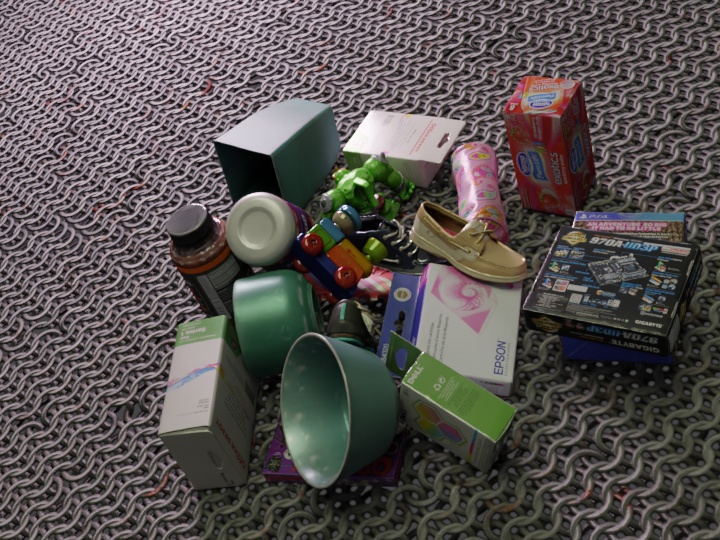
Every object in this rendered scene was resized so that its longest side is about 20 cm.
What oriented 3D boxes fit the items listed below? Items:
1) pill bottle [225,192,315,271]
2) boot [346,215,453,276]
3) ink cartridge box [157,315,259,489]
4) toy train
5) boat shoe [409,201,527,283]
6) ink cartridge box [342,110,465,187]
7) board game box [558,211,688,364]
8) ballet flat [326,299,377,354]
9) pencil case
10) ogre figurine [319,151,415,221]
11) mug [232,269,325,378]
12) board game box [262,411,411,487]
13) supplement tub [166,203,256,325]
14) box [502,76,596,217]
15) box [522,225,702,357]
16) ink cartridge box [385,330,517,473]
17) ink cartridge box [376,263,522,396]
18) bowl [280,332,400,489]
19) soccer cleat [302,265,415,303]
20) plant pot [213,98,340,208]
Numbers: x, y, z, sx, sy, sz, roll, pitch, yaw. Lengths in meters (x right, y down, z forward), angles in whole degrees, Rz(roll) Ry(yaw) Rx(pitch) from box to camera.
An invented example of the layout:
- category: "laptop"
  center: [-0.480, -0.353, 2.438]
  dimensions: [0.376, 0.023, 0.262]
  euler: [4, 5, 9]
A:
- category: "pill bottle"
  center: [-0.134, -0.056, 1.737]
  dimensions: [0.111, 0.200, 0.114]
  euler: [-1, 86, 14]
- category: "boot"
  center: [0.066, -0.038, 1.719]
  dimensions: [0.197, 0.091, 0.073]
  euler: [1, 47, 23]
- category: "ink cartridge box"
  center: [-0.215, 0.192, 1.568]
  dimensions: [0.083, 0.146, 0.202]
  euler: [-10, 45, 13]
- category: "toy train"
  center: [0.000, 0.000, 1.641]
  dimensions: [0.200, 0.085, 0.116]
  euler: [44, 65, 7]
- category: "boat shoe"
  center: [0.162, -0.045, 1.625]
  dimensions: [0.198, 0.070, 0.074]
  euler: [24, 36, 25]
- category: "ink cartridge box"
  center: [0.084, -0.212, 1.900]
  dimensions: [0.198, 0.068, 0.118]
  euler: [11, 52, 32]
- category: "board game box"
  center: [0.372, 0.021, 1.531]
  dimensions: [0.157, 0.097, 0.201]
  euler: [2, 48, 24]
- category: "ballet flat"
  center: [-0.009, 0.088, 1.550]
  dimensions: [0.067, 0.200, 0.069]
  euler: [1, 73, 3]
- category: "pencil case"
  center: [0.189, -0.116, 1.753]
  dimensions: [0.086, 0.088, 0.202]
  euler: [-11, 46, 11]
- category: "ogre figurine"
  center: [0.004, -0.115, 1.799]
  dimensions: [0.198, 0.121, 0.098]
  euler: [-26, 43, -5]
- category: "mug"
  center: [-0.118, 0.066, 1.649]
  dimensions: [0.113, 0.153, 0.186]
  euler: [-12, 43, 6]
- category: "board game box"
  center: [-0.031, 0.245, 1.530]
  dimensions: [0.197, 0.032, 0.121]
  euler: [-2, 51, 20]
- category: "supplement tub"
  center: [-0.237, -0.012, 1.735]
  dimensions: [0.106, 0.201, 0.108]
  euler: [-14, 42, 13]
- category: "box"
  center: [0.297, -0.192, 1.696]
  dimensions: [0.099, 0.201, 0.096]
  euler: [12, 50, 31]
- category: "box"
  center: [0.334, 0.023, 1.439]
  dimensions: [0.198, 0.046, 0.160]
  euler: [10, 52, 30]
- category: "ink cartridge box"
  center: [0.103, 0.175, 1.439]
  dimensions: [0.199, 0.104, 0.059]
  euler: [31, 61, 17]
- category: "ink cartridge box"
  center: [0.130, 0.079, 1.575]
  dimensions: [0.197, 0.044, 0.198]
  euler: [9, 49, 4]
- category: "bowl"
  center: [-0.019, 0.183, 1.450]
  dimensions: [0.104, 0.203, 0.201]
  euler: [-1, 33, -31]
- category: "soccer cleat"
  center: [-0.003, 0.012, 1.704]
  dimensions: [0.197, 0.067, 0.078]
  euler: [-2, 83, 26]
- category: "plant pot"
  center: [-0.132, -0.214, 1.944]
  dimensions: [0.140, 0.143, 0.200]
  euler: [18, 48, 34]
